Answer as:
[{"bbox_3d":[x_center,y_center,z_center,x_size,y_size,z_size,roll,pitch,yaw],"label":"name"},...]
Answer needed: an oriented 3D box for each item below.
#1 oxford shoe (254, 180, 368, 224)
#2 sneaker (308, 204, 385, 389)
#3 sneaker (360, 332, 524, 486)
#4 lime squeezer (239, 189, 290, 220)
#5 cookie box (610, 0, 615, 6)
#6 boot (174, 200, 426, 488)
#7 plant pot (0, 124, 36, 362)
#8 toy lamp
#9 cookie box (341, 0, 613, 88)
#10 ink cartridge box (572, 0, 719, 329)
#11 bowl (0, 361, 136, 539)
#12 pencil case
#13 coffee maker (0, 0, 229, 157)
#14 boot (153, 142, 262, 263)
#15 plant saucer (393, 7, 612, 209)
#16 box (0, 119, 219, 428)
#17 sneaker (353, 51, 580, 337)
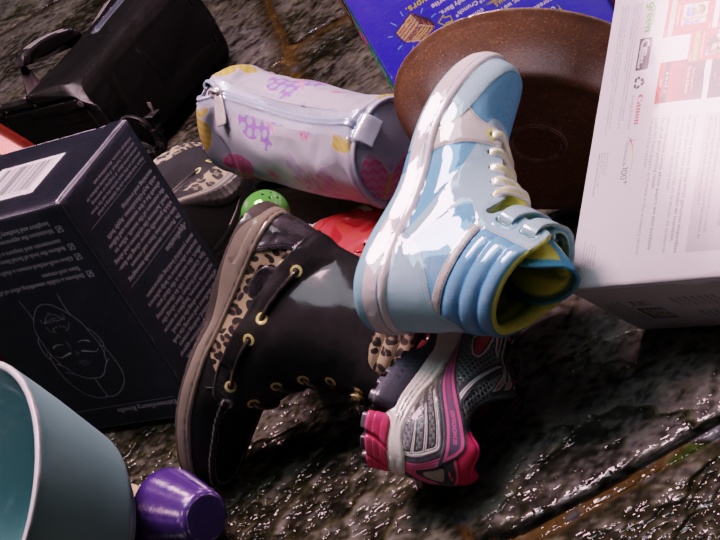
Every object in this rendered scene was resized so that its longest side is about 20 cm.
[{"bbox_3d":[0.011,-0.089,1.697,0.200,0.073,0.071,-34,25,-4],"label":"oxford shoe"},{"bbox_3d":[0.000,0.000,1.550,0.115,0.078,0.200,-26,27,16],"label":"sneaker"},{"bbox_3d":[0.074,0.063,1.370,0.075,0.081,0.200,17,48,22],"label":"sneaker"},{"bbox_3d":[-0.071,-0.021,1.605,0.038,0.071,0.200,-2,-4,-6],"label":"lime squeezer"},{"bbox_3d":[0.140,-0.260,1.748,0.200,0.171,0.075,-31,21,4],"label":"cookie box"},{"bbox_3d":[-0.032,0.070,1.431,0.150,0.200,0.073,21,11,21],"label":"boot"},{"bbox_3d":[-0.322,-0.020,1.789,0.176,0.200,0.200,11,67,31],"label":"plant pot"},{"bbox_3d":[-0.159,0.156,1.478,0.058,0.058,0.200,-46,26,-27],"label":"toy lamp"},{"bbox_3d":[0.086,-0.196,1.638,0.171,0.200,0.075,-30,-7,4],"label":"cookie box"},{"bbox_3d":[0.230,-0.073,1.313,0.175,0.084,0.200,-4,68,44],"label":"ink cartridge box"},{"bbox_3d":[-0.220,0.168,1.415,0.201,0.105,0.201,-26,55,44],"label":"bowl"},{"bbox_3d":[-0.036,-0.102,1.614,0.200,0.091,0.083,17,62,46],"label":"pencil case"},{"bbox_3d":[-0.212,-0.176,2.074,0.192,0.135,0.200,13,48,26],"label":"coffee maker"},{"bbox_3d":[-0.149,-0.045,1.805,0.204,0.074,0.154,-38,23,-26],"label":"boot"},{"bbox_3d":[0.120,-0.097,1.466,0.200,0.200,0.037,-16,50,31],"label":"plant saucer"},{"bbox_3d":[-0.198,0.009,1.612,0.148,0.200,0.107,-11,32,36],"label":"box"},{"bbox_3d":[0.090,-0.041,1.336,0.130,0.080,0.200,10,67,33],"label":"sneaker"}]
